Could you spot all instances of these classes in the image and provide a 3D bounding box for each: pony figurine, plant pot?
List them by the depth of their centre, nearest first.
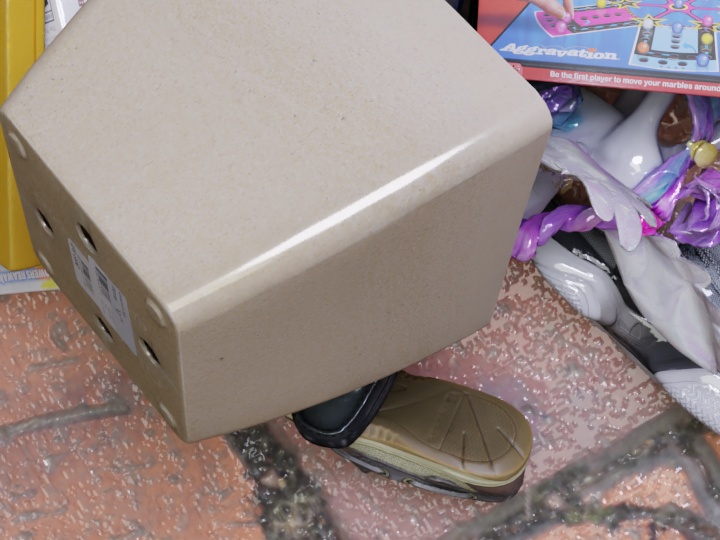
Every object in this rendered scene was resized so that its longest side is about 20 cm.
[{"bbox_3d":[-0.055,-0.041,0.695,0.176,0.200,0.200,-34,69,-21],"label":"plant pot"},{"bbox_3d":[0.136,-0.053,0.756,0.200,0.193,0.167,-47,126,-7],"label":"pony figurine"}]

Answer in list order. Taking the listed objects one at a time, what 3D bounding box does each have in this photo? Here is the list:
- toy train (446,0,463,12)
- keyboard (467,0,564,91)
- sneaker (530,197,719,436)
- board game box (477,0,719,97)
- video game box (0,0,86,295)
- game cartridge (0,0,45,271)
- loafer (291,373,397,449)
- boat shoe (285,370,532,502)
[{"bbox_3d":[0.000,-0.187,0.863,0.198,0.034,0.046,14,106,10],"label":"toy train"},{"bbox_3d":[0.112,-0.160,0.779,0.103,0.201,0.040,-13,136,25],"label":"keyboard"},{"bbox_3d":[0.179,-0.003,0.835,0.200,0.075,0.114,43,95,8],"label":"sneaker"},{"bbox_3d":[0.148,-0.131,0.657,0.198,0.019,0.104,8,104,25],"label":"board game box"},{"bbox_3d":[-0.191,-0.080,0.860,0.199,0.046,0.184,-4,97,51],"label":"video game box"},{"bbox_3d":[-0.242,-0.115,0.854,0.199,0.032,0.178,28,122,40],"label":"game cartridge"},{"bbox_3d":[0.000,0.000,0.839,0.067,0.070,0.203,14,78,11],"label":"loafer"},{"bbox_3d":[0.007,0.091,0.884,0.198,0.073,0.065,23,143,22],"label":"boat shoe"}]
